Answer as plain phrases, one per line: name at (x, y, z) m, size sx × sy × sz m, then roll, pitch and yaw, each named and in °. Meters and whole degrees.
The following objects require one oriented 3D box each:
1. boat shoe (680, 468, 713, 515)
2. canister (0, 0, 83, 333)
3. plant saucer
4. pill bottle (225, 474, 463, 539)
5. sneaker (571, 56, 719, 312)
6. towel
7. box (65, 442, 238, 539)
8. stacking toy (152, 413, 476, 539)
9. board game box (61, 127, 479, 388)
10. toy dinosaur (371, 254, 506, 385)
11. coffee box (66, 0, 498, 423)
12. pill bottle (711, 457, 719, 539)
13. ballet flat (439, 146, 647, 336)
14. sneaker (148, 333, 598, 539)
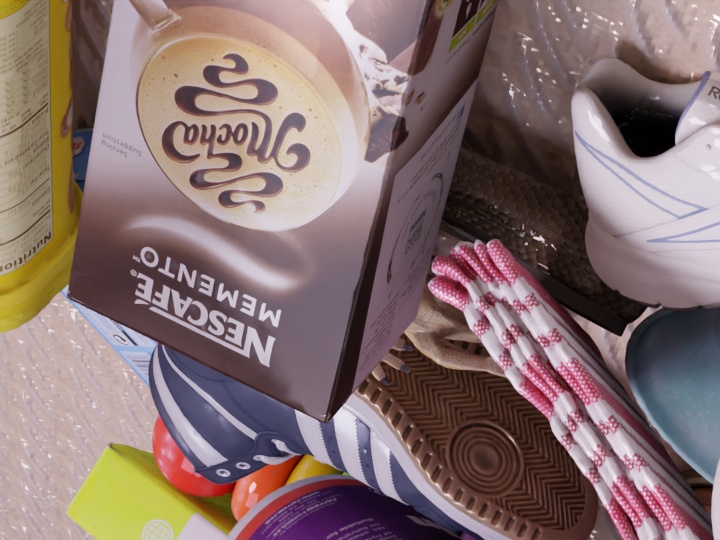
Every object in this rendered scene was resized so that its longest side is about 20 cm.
boat shoe at (0.205, 0.141, 1.174) m, size 0.199 × 0.068 × 0.072 m, roll 18°, pitch 153°, yaw 28°
canister at (-0.181, -0.085, 1.150) m, size 0.148 × 0.087 × 0.201 m, roll 32°, pitch 146°, yaw 19°
plant saucer at (0.197, 0.056, 1.067) m, size 0.199 × 0.036 × 0.200 m, roll 24°, pitch 155°, yaw 12°
pill bottle at (0.017, 0.162, 1.188) m, size 0.112 × 0.113 × 0.200 m, roll 46°, pitch 172°, yaw -26°
sneaker at (0.149, -0.024, 0.959) m, size 0.199 × 0.075 × 0.087 m, roll 8°, pitch 139°, yaw 37°
towel at (0.101, 0.085, 1.005) m, size 0.201 × 0.030 × 0.146 m, roll 58°, pitch -172°, yaw 25°
box at (-0.037, 0.162, 1.395) m, size 0.200 × 0.048 × 0.122 m, roll 35°, pitch -177°, yaw 22°
stacking toy at (-0.011, 0.117, 1.343) m, size 0.199 × 0.086 × 0.086 m, roll 27°, pitch 153°, yaw 11°
board game box at (-0.063, -0.002, 1.252) m, size 0.199 × 0.037 × 0.151 m, roll 0°, pitch 139°, yaw 47°
toy dinosaur at (0.000, 0.000, 1.111) m, size 0.199 × 0.058 × 0.101 m, roll 31°, pitch -177°, yaw -23°
coffee box at (-0.024, -0.064, 0.981) m, size 0.113 × 0.080 × 0.201 m, roll 24°, pitch 127°, yaw 15°
pill bottle at (0.195, 0.103, 0.954) m, size 0.114 × 0.115 × 0.200 m, roll 17°, pitch 167°, yaw 27°
ballet flat at (0.028, -0.043, 1.088) m, size 0.199 × 0.047 × 0.067 m, roll 32°, pitch -179°, yaw 13°
sneaker at (0.000, 0.067, 1.185) m, size 0.199 × 0.070 × 0.109 m, roll 35°, pitch 143°, yaw 1°
